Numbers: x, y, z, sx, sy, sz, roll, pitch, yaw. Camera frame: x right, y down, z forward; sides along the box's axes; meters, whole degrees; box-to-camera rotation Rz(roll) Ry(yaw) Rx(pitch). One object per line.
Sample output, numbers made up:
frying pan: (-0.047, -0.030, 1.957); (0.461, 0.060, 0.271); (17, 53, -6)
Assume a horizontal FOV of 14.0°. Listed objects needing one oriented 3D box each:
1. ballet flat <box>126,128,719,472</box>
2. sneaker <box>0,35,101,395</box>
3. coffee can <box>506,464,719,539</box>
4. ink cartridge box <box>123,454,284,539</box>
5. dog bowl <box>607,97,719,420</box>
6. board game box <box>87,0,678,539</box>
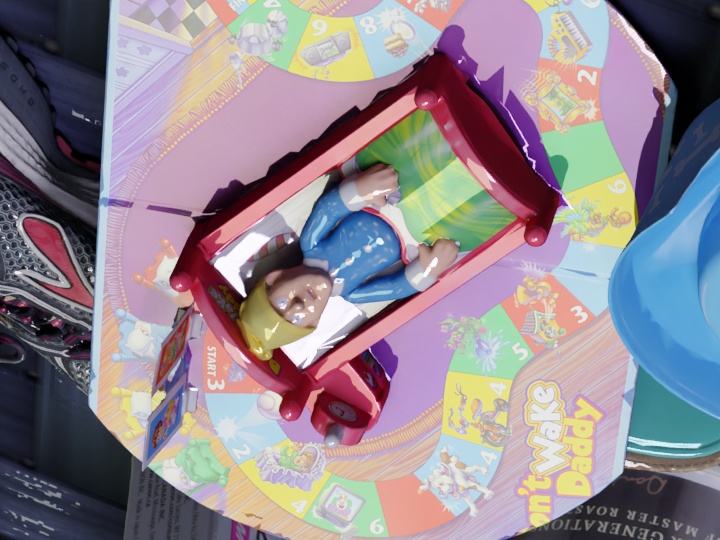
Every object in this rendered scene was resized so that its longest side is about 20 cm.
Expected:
ballet flat: (0.025, 0.000, 0.861); (0.199, 0.071, 0.065); (29, 174, -1)
sneaker: (-0.113, -0.003, 0.919); (0.080, 0.075, 0.200); (-13, 132, 43)
coffee can: (0.073, 0.177, 0.929); (0.146, 0.200, 0.147); (14, 144, 11)
ink cartridge box: (-0.027, 0.179, 1.000); (0.043, 0.200, 0.174); (-21, 129, 20)
dog bowl: (0.147, -0.023, 0.737); (0.111, 0.050, 0.200); (29, 143, -17)
board game box: (0.000, 0.000, 0.799); (0.157, 0.039, 0.201); (9, 116, 7)
